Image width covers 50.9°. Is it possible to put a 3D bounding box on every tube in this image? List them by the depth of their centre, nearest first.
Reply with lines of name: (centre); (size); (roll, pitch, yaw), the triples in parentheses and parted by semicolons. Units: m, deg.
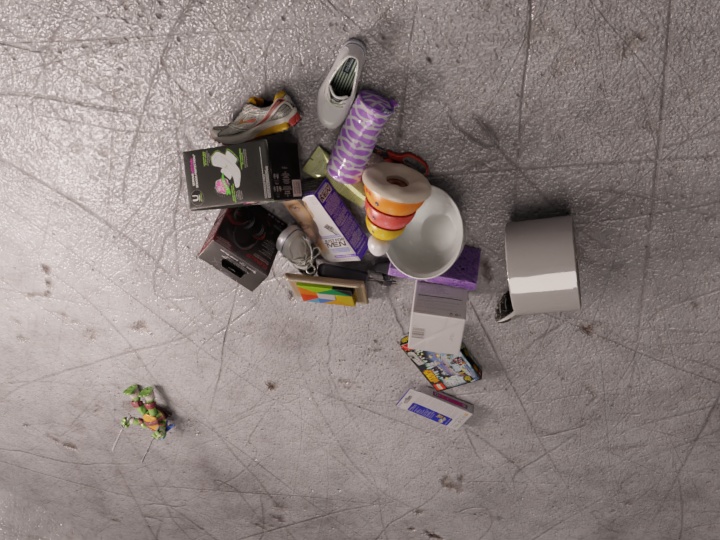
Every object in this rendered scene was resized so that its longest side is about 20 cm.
tube: (-0.027, -0.189, 1.645); (0.199, 0.052, 0.058); (33, 88, -10)

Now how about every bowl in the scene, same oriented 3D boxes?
bowl: (0.152, -0.083, 1.641); (0.200, 0.090, 0.202); (1, 91, 33)

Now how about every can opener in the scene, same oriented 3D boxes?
can opener: (0.000, 0.000, 1.783); (0.199, 0.067, 0.053); (12, 176, -15)

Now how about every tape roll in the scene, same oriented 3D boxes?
tape roll: (0.390, -0.010, 1.607); (0.138, 0.203, 0.203); (-7, 130, 18)

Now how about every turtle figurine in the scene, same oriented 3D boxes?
turtle figurine: (-0.657, 0.454, 2.263); (0.199, 0.144, 0.195); (-22, 114, -24)

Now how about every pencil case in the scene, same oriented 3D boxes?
pencil case: (0.000, -0.269, 1.535); (0.085, 0.084, 0.200); (-6, 140, -39)

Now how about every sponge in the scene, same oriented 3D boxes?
sponge: (0.168, -0.020, 1.705); (0.199, 0.112, 0.030); (11, 138, 2)

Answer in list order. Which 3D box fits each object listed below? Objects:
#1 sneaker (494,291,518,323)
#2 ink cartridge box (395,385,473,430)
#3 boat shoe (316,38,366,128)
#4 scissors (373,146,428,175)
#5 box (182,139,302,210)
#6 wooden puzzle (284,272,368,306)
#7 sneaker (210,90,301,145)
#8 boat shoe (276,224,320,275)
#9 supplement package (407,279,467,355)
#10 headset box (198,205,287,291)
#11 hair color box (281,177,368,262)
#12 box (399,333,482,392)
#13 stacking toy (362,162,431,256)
sneaker: (0.397, 0.074, 1.770); (0.079, 0.074, 0.200); (35, 129, -26)
ink cartridge box: (0.205, 0.376, 2.103); (0.199, 0.037, 0.095); (22, 133, -11)
boat shoe: (-0.045, -0.354, 1.483); (0.073, 0.067, 0.201); (17, 132, -3)
scissors: (0.054, -0.250, 1.594); (0.200, 0.014, 0.073); (35, 132, -17)
box: (-0.243, -0.196, 1.577); (0.199, 0.148, 0.125); (-4, 94, 21)
wooden puzzle: (-0.077, 0.051, 1.801); (0.184, 0.037, 0.200); (6, 167, 6)
sneaker: (-0.221, -0.315, 1.561); (0.199, 0.078, 0.083); (-14, 112, 19)
boat shoe: (-0.131, -0.031, 1.726); (0.086, 0.075, 0.202); (39, 166, 18)
supplement package: (0.179, 0.073, 1.725); (0.119, 0.201, 0.122); (7, 133, 5)
headset box: (-0.263, -0.060, 1.700); (0.148, 0.201, 0.075); (35, 131, -18)
hair color box: (-0.075, -0.109, 1.691); (0.109, 0.065, 0.200); (-4, 132, 42)
box: (0.210, 0.227, 1.965); (0.136, 0.040, 0.200); (-21, 124, 29)
stacking toy: (0.058, -0.112, 1.590); (0.145, 0.146, 0.201); (14, 123, -1)
